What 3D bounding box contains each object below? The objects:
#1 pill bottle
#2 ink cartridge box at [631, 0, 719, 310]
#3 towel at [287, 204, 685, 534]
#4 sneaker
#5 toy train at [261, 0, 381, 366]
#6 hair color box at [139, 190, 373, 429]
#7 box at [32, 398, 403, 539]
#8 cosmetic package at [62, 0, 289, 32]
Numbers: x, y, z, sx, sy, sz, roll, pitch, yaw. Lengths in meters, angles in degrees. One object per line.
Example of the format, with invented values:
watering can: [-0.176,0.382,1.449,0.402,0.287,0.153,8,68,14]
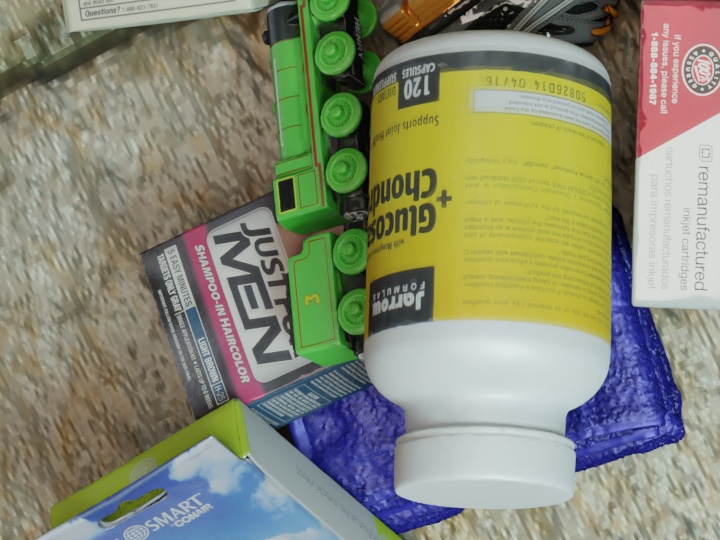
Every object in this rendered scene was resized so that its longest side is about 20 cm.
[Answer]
pill bottle: [0.058,0.002,1.096,0.111,0.112,0.201,-1,75,11]
ink cartridge box: [0.233,-0.058,1.147,0.199,0.145,0.146,2,98,9]
towel: [0.054,0.049,1.244,0.199,0.050,0.149,-19,95,12]
sneaker: [0.109,-0.153,1.200,0.199,0.078,0.077,-30,105,16]
toy train: [-0.015,-0.049,1.173,0.056,0.042,0.201,-15,68,25]
hair color box: [0.000,0.000,1.206,0.199,0.061,0.100,-25,70,9]
box: [-0.062,0.145,1.218,0.122,0.048,0.200,-31,131,17]
cosmetic package: [-0.103,-0.225,1.215,0.103,0.087,0.201,-4,98,12]
